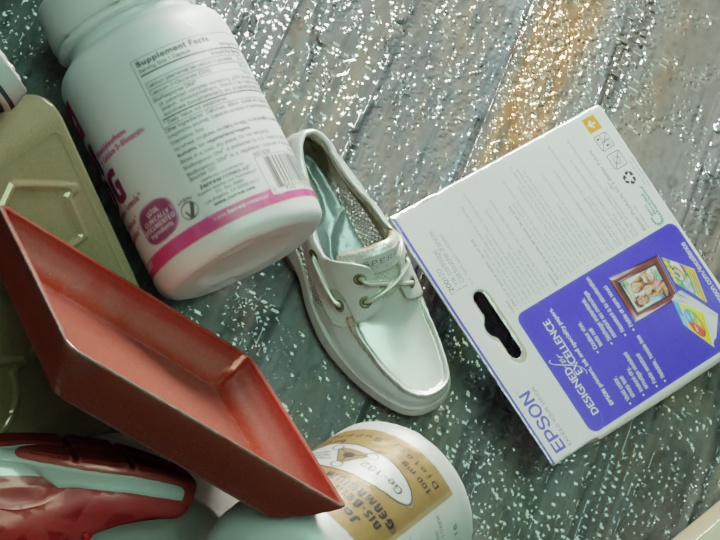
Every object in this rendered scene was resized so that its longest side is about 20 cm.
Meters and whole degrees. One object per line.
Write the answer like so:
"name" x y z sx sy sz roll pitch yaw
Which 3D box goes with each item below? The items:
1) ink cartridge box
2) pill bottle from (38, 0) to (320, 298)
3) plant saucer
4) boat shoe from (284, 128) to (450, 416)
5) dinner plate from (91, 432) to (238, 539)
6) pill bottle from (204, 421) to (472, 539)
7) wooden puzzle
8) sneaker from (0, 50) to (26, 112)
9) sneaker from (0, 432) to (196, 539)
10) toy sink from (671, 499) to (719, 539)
"ink cartridge box" 0.137 0.011 1.704 0.200 0.043 0.198 -28 82 -32
"pill bottle" -0.117 -0.094 1.588 0.113 0.113 0.200 -21 78 -29
"plant saucer" -0.119 0.059 1.453 0.199 0.200 0.037 33 99 -29
"boat shoe" 0.000 0.000 1.634 0.071 0.069 0.200 -30 84 -33
"dinner plate" -0.127 0.193 1.509 0.200 0.024 0.201 9 71 -26
"pill bottle" -0.029 0.175 1.488 0.114 0.114 0.200 53 38 4
"wooden puzzle" -0.221 0.023 1.512 0.185 0.046 0.200 -38 113 -32
"sneaker" -0.266 -0.118 1.512 0.079 0.200 0.078 -41 118 -13
"sneaker" -0.198 0.154 1.456 0.200 0.078 0.116 7 96 -12
"toy sink" 0.255 0.216 1.632 0.200 0.112 0.130 -34 85 -36
